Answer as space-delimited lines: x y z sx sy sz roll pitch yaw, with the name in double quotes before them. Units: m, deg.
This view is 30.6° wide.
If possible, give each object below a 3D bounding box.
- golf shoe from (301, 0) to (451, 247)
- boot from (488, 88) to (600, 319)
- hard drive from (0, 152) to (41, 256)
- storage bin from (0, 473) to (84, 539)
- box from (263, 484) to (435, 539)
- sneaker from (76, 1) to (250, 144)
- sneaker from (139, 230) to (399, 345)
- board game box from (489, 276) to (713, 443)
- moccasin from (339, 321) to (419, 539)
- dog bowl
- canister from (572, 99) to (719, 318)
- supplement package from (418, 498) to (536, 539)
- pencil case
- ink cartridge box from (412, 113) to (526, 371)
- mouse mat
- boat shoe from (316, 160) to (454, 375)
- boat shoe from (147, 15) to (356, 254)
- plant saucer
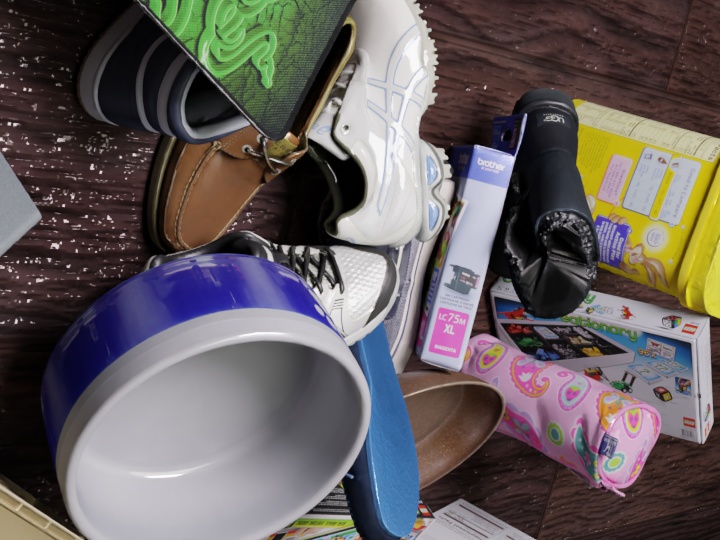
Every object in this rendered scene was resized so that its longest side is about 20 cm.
"golf shoe" 0.002 -0.115 0.917 0.096 0.078 0.202 -8 86 -33
"boot" 0.137 -0.021 1.058 0.201 0.076 0.169 100 -5 -45
"hard drive" -0.280 -0.016 0.705 0.200 0.033 0.140 -47 137 -23
"storage bin" -0.275 0.201 0.769 0.201 0.093 0.199 -55 140 -15
"box" -0.036 0.222 1.066 0.199 0.035 0.110 14 121 -51
"sneaker" -0.079 -0.163 0.805 0.201 0.108 0.070 -57 140 -12
"sneaker" -0.058 0.013 0.881 0.198 0.076 0.088 -13 150 -23
"board game box" 0.217 0.078 1.189 0.035 0.198 0.127 -48 139 -38
"moccasin" -0.006 0.106 0.940 0.080 0.068 0.201 42 30 -46
"dog bowl" -0.098 0.090 0.832 0.198 0.079 0.201 -15 135 -16
"canister" 0.254 -0.061 1.164 0.086 0.199 0.150 16 96 -51
"supplement package" 0.125 0.334 1.205 0.110 0.199 0.157 -16 120 -43
"pencil case" 0.163 0.123 1.149 0.087 0.199 0.088 -18 118 -37
"ink cartridge box" 0.080 -0.030 1.048 0.042 0.119 0.202 16 94 -6
"mouse mat" -0.069 -0.188 0.773 0.161 0.007 0.201 46 44 -23
"boat shoe" 0.000 0.000 1.018 0.092 0.075 0.202 7 103 -33
"boat shoe" -0.073 -0.095 0.876 0.072 0.068 0.201 28 88 -54
"plant saucer" 0.022 0.136 1.065 0.199 0.037 0.201 -20 151 -12
